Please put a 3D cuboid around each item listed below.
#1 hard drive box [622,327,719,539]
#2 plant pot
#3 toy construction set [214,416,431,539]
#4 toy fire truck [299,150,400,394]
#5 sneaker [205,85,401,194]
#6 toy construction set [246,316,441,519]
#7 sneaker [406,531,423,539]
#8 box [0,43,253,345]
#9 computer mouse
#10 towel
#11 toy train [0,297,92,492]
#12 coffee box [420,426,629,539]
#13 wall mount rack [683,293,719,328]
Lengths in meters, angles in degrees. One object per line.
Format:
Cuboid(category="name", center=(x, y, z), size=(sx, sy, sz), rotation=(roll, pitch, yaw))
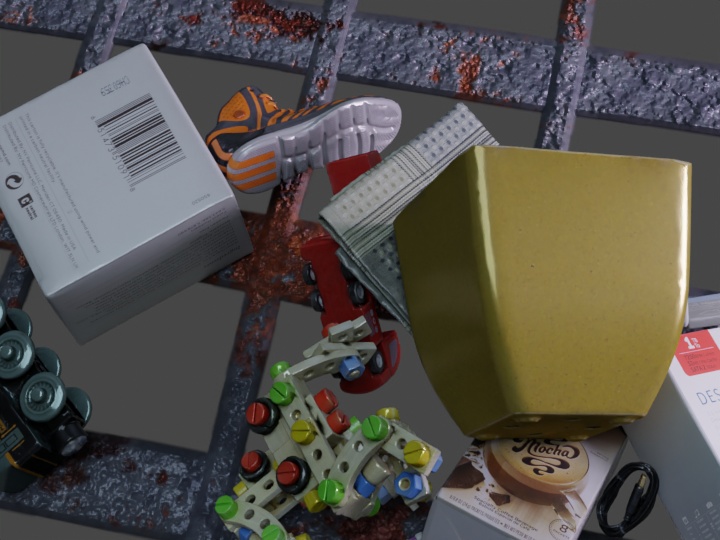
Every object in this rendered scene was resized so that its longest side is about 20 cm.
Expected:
Cuboid(category="hard drive box", center=(0.320, 0.154, 1.164), size=(0.155, 0.077, 0.201), rotation=(-7, 60, -37))
Cuboid(category="plant pot", center=(0.148, 0.032, 1.109), size=(0.192, 0.195, 0.202), rotation=(3, 74, -17))
Cuboid(category="toy construction set", center=(-0.041, 0.198, 1.204), size=(0.199, 0.093, 0.131), rotation=(-28, 42, -16))
Cuboid(category="toy fire truck", center=(0.000, 0.000, 1.284), size=(0.048, 0.141, 0.202), rotation=(-11, 102, 26))
Cuboid(category="sneaker", center=(-0.064, -0.151, 1.369), size=(0.199, 0.078, 0.112), rotation=(-17, 41, -24))
Cuboid(category="toy construction set", center=(-0.017, 0.123, 1.140), size=(0.131, 0.092, 0.201), rotation=(-41, 42, 14))
Cuboid(category="sneaker", center=(0.059, 0.246, 1.193), size=(0.198, 0.073, 0.115), rotation=(1, 59, -3))
Cuboid(category="box", center=(-0.239, -0.073, 1.318), size=(0.199, 0.131, 0.200), rotation=(-29, 67, -8))
Cuboid(category="computer mouse", center=(0.206, 0.256, 1.142), size=(0.058, 0.034, 0.202), rotation=(16, 97, 34))
Cuboid(category="towel", center=(0.082, -0.030, 1.229), size=(0.200, 0.035, 0.193), rotation=(-38, 84, -27))
Cuboid(category="toy train", center=(-0.337, 0.109, 1.277), size=(0.114, 0.085, 0.200), rotation=(-41, 69, -3))
Cuboid(category="coffee box", center=(0.144, 0.178, 1.157), size=(0.112, 0.080, 0.200), rotation=(25, 40, 15))
Cuboid(category="wall mount rack", center=(0.332, -0.003, 1.259), size=(0.198, 0.174, 0.075), rotation=(-7, 105, 1))
